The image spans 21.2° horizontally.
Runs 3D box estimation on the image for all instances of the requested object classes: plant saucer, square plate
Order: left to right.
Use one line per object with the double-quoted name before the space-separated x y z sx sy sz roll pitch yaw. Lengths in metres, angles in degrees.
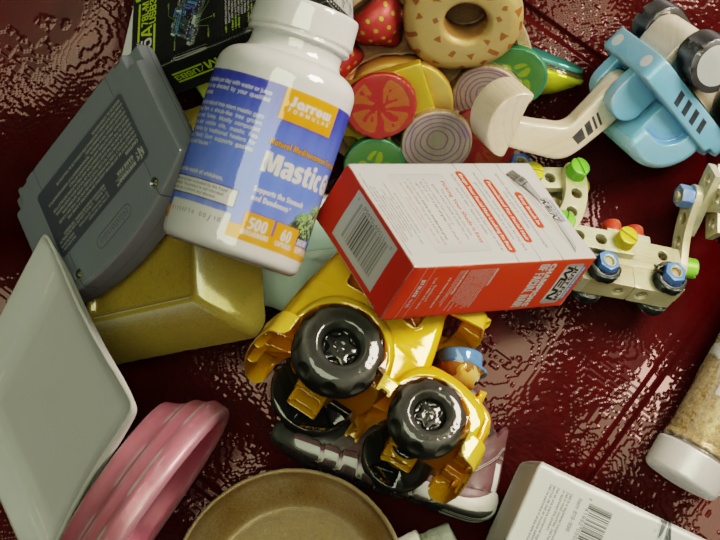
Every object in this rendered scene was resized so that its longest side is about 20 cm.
"square plate" -0.250 0.109 1.557 0.200 0.028 0.198 -58 47 30
"plant saucer" -0.181 0.181 1.541 0.051 0.201 0.201 34 84 5
"plant saucer" -0.168 -0.033 1.590 0.199 0.048 0.201 -12 78 44
"plant saucer" -0.057 0.264 1.583 0.199 0.035 0.201 -4 70 11

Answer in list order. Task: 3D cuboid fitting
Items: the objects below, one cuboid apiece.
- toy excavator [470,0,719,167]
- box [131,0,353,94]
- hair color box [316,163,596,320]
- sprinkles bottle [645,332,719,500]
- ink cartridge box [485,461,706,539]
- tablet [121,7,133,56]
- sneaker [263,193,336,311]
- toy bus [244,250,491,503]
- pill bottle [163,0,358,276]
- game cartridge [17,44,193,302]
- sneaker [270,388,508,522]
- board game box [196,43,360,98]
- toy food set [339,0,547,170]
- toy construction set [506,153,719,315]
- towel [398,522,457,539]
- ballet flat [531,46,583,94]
"toy excavator" 0.213 -0.133 1.593 0.200 0.100 0.194 -45 127 3
"box" -0.100 -0.259 1.607 0.193 0.047 0.201 -20 54 25
"hair color box" 0.076 -0.025 1.511 0.199 0.064 0.111 -3 49 -40
"sprinkles bottle" 0.315 0.091 1.610 0.068 0.068 0.200 31 83 6
"ink cartridge box" 0.197 0.261 1.566 0.199 0.083 0.147 26 82 -4
"tablet" -0.101 -0.221 1.695 0.199 0.014 0.131 12 82 3
"sneaker" 0.000 0.000 1.636 0.199 0.074 0.119 8 96 -5
"toy bus" 0.036 0.060 1.538 0.200 0.136 0.192 35 64 2
"pill bottle" -0.070 -0.106 1.472 0.112 0.112 0.201 18 89 4
"game cartridge" -0.204 -0.069 1.570 0.200 0.041 0.133 -46 62 32
"sneaker" 0.031 0.129 1.616 0.199 0.076 0.116 20 77 -6
"board game box" -0.053 -0.209 1.638 0.200 0.048 0.102 -33 84 11
"toy food set" 0.053 -0.157 1.596 0.199 0.049 0.199 -18 123 5
"toy construction set" 0.219 -0.037 1.627 0.199 0.092 0.132 2 56 -6
"towel" 0.032 0.332 1.598 0.199 0.035 0.193 -28 82 -3
"ballet flat" 0.093 -0.183 1.666 0.199 0.067 0.067 25 104 8
